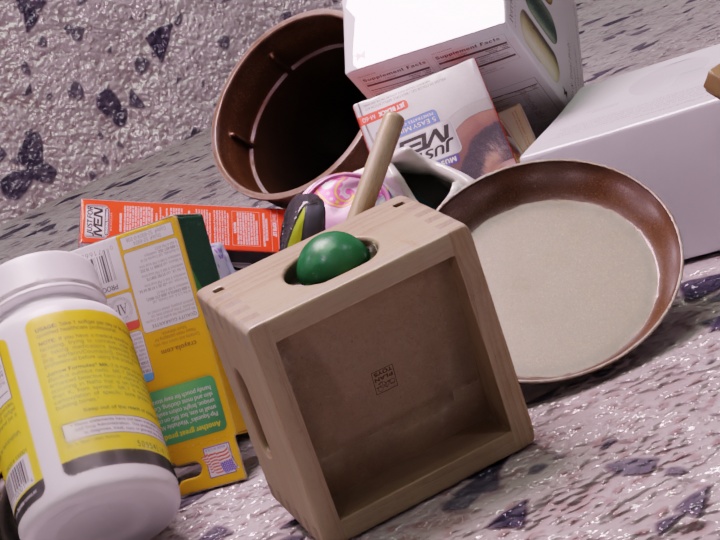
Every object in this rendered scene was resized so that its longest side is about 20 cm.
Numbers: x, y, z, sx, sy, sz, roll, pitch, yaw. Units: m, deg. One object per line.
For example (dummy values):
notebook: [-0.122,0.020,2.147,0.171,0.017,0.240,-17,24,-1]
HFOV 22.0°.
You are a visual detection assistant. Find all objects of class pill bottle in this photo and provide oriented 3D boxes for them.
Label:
pill bottle: [-0.205,0.093,1.302,0.114,0.201,0.115,-16,-30,-10]

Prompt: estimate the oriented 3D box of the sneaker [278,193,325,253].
sneaker: [-0.011,0.034,1.293,0.080,0.201,0.074,-9,31,3]

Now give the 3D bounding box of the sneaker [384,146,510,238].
sneaker: [0.092,-0.026,1.411,0.071,0.200,0.080,-56,-17,-14]

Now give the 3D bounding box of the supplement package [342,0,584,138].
supplement package: [0.093,-0.205,1.630,0.150,0.153,0.200,-15,-31,22]

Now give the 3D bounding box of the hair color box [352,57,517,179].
hair color box: [0.079,-0.059,1.501,0.110,0.201,0.064,-21,-21,2]

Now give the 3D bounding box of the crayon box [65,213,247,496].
crayon box: [-0.155,0.071,1.396,0.125,0.201,0.052,-17,-3,21]

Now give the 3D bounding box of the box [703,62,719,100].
box: [0.374,-0.118,1.351,0.200,0.021,0.163,36,47,25]

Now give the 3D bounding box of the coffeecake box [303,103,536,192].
coffeecake box: [0.065,-0.048,1.616,0.199,0.073,0.154,-22,-21,0]

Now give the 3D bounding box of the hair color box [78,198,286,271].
hair color box: [-0.166,-0.009,1.748,0.199,0.102,0.061,2,47,-8]

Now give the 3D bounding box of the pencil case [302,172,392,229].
pencil case: [0.000,0.000,1.454,0.087,0.088,0.200,-23,-26,-3]

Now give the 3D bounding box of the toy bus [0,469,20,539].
toy bus: [-0.326,0.149,1.341,0.135,0.193,0.200,-8,19,42]

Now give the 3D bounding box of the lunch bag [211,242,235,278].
lunch bag: [-0.211,0.069,1.643,0.199,0.128,0.170,-26,7,20]

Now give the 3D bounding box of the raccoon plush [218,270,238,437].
raccoon plush: [-0.166,0.081,1.474,0.199,0.135,0.097,-20,12,11]

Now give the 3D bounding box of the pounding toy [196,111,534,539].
pounding toy: [0.001,0.032,1.195,0.183,0.201,0.142,-25,21,-16]

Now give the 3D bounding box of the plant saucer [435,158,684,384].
plant saucer: [0.131,0.005,1.321,0.199,0.032,0.201,-7,51,9]

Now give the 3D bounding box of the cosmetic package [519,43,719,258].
cosmetic package: [0.262,-0.094,1.505,0.198,0.124,0.200,-16,13,27]

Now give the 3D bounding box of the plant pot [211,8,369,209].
plant pot: [-0.008,-0.122,1.830,0.199,0.201,0.198,-18,-32,30]
